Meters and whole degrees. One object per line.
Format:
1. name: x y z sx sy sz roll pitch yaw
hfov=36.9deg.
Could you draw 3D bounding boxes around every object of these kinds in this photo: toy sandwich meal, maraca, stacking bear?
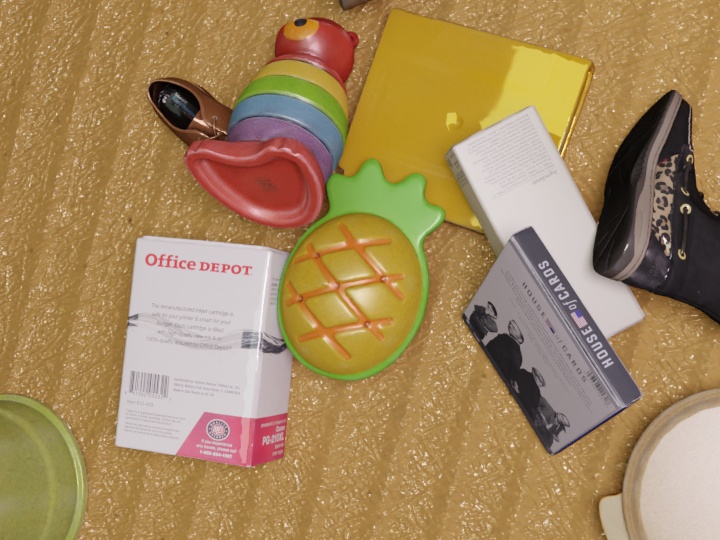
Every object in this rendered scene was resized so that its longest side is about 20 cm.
1. toy sandwich meal: 0.302 0.192 0.871 0.205 0.070 0.205 -3 81 16
2. maraca: 0.000 0.000 0.970 0.137 0.107 0.200 19 88 12
3. stacking bear: -0.060 -0.149 0.980 0.121 0.114 0.200 1 56 25

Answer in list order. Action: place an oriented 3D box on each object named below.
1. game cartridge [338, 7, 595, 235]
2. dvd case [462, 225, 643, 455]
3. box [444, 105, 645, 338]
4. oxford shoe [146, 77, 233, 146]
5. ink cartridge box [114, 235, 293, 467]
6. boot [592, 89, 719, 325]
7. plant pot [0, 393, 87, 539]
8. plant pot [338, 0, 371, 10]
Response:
1. game cartridge: 0.092 -0.133 0.989 0.200 0.032 0.176 21 93 22
2. dvd case: 0.146 0.065 0.871 0.025 0.200 0.150 -27 76 -15
3. box: 0.152 -0.031 0.907 0.082 0.068 0.200 -26 90 -2
4. oxford shoe: -0.130 -0.123 1.045 0.200 0.071 0.071 33 95 17
5. ink cartridge box: -0.143 0.074 1.025 0.145 0.084 0.200 5 89 20
6. boot: 0.279 -0.044 0.883 0.151 0.073 0.200 29 52 -8
7. plant pot: -0.404 0.223 1.055 0.200 0.184 0.201 -2 85 20
8. plant pot: 0.036 -0.354 0.956 0.173 0.200 0.200 -18 80 1
